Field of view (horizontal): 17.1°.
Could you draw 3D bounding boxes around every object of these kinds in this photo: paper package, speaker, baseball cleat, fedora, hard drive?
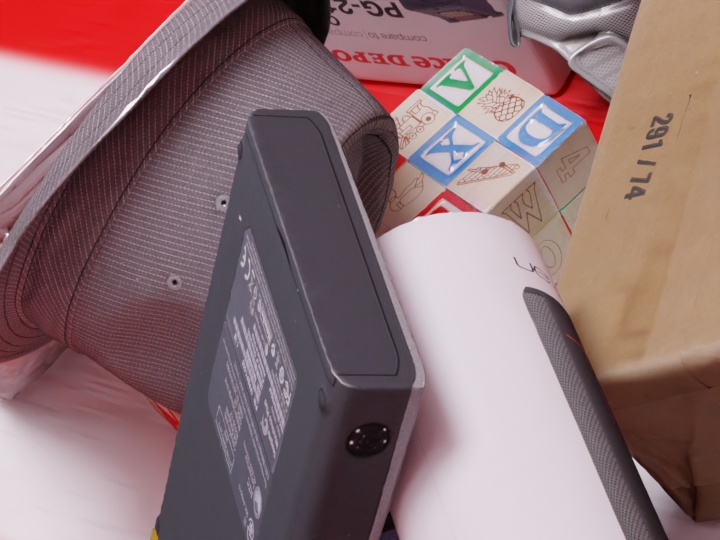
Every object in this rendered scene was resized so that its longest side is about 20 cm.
[{"bbox_3d":[0.174,-0.030,0.845,0.190,0.103,0.201,-18,46,47],"label":"paper package"},{"bbox_3d":[0.048,0.073,0.756,0.081,0.081,0.201,-27,43,7],"label":"speaker"},{"bbox_3d":[0.161,-0.113,1.008,0.198,0.107,0.070,5,13,7],"label":"baseball cleat"},{"bbox_3d":[-0.055,-0.015,0.918,0.090,0.177,0.201,39,101,13],"label":"fedora"},{"bbox_3d":[-0.030,0.067,0.817,0.033,0.201,0.140,1,40,-19],"label":"hard drive"}]

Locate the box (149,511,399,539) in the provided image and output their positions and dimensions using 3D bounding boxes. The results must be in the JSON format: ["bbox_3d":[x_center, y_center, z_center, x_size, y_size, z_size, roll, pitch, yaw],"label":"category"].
[{"bbox_3d":[0.009,0.136,0.890,0.199,0.042,0.120,-11,47,20],"label":"box"}]

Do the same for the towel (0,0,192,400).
[{"bbox_3d":[-0.099,-0.036,1.020,0.032,0.200,0.191,41,74,8],"label":"towel"}]

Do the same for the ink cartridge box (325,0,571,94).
[{"bbox_3d":[0.008,-0.173,1.052,0.144,0.200,0.085,8,59,36],"label":"ink cartridge box"}]

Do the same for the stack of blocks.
[{"bbox_3d":[0.000,0.000,1.003,0.200,0.059,0.115,-43,43,-9],"label":"stack of blocks"}]
